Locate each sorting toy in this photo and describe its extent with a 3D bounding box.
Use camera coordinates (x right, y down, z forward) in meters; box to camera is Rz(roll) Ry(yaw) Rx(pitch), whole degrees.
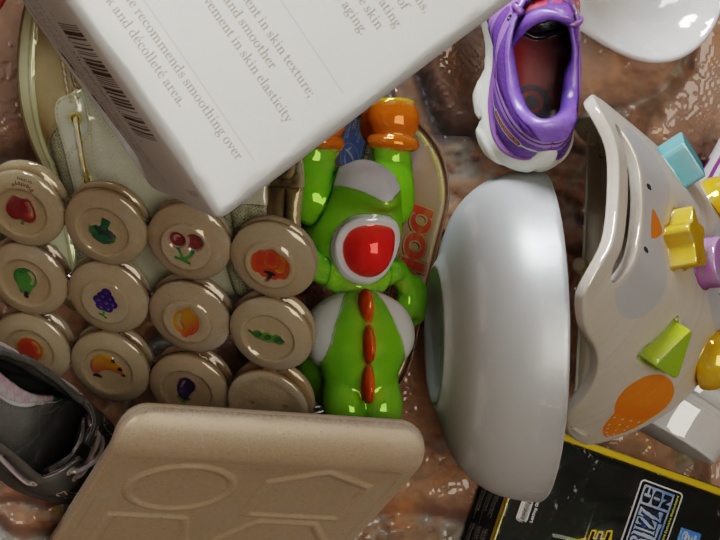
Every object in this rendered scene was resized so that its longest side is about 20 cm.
[{"bbox_3d":[0.158,-0.016,1.405,0.106,0.180,0.201,-2,72,21],"label":"sorting toy"},{"bbox_3d":[-0.079,0.134,1.402,0.184,0.200,0.037,5,55,-21],"label":"sorting toy"}]

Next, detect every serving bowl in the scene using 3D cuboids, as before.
[{"bbox_3d":[0.076,0.039,1.429,0.065,0.200,0.202,0,96,-7],"label":"serving bowl"}]

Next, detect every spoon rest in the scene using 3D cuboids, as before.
[{"bbox_3d":[0.143,-0.174,1.500,0.199,0.061,0.100,-9,99,-19],"label":"spoon rest"}]

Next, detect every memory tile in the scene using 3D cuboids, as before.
[{"bbox_3d":[-0.121,0.020,1.361,0.199,0.017,0.154,12,127,11],"label":"memory tile"}]

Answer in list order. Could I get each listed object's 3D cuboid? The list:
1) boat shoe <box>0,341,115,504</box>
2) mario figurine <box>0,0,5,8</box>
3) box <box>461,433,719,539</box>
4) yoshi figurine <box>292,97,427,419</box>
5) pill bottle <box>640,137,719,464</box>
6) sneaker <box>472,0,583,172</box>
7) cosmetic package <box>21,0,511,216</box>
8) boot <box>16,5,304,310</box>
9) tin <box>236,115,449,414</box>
[{"bbox_3d":[-0.190,0.089,1.362,0.200,0.057,0.067,41,72,-46],"label":"boat shoe"},{"bbox_3d":[-0.215,-0.199,1.311,0.199,0.106,0.124,-18,113,4],"label":"mario figurine"},{"bbox_3d":[0.137,0.212,1.544,0.159,0.049,0.201,20,88,-23],"label":"box"},{"bbox_3d":[-0.009,0.002,1.419,0.112,0.112,0.201,14,73,-63],"label":"yoshi figurine"},{"bbox_3d":[0.237,0.017,1.527,0.112,0.112,0.201,31,85,-20],"label":"pill bottle"},{"bbox_3d":[0.106,-0.161,1.400,0.080,0.083,0.201,-4,77,-14],"label":"sneaker"},{"bbox_3d":[-0.058,-0.156,1.227,0.200,0.166,0.168,-37,105,-9],"label":"cosmetic package"},{"bbox_3d":[-0.112,-0.076,1.365,0.154,0.072,0.201,-1,105,24],"label":"boot"},{"bbox_3d":[-0.011,-0.004,1.472,0.111,0.042,0.201,14,90,-17],"label":"tin"}]
